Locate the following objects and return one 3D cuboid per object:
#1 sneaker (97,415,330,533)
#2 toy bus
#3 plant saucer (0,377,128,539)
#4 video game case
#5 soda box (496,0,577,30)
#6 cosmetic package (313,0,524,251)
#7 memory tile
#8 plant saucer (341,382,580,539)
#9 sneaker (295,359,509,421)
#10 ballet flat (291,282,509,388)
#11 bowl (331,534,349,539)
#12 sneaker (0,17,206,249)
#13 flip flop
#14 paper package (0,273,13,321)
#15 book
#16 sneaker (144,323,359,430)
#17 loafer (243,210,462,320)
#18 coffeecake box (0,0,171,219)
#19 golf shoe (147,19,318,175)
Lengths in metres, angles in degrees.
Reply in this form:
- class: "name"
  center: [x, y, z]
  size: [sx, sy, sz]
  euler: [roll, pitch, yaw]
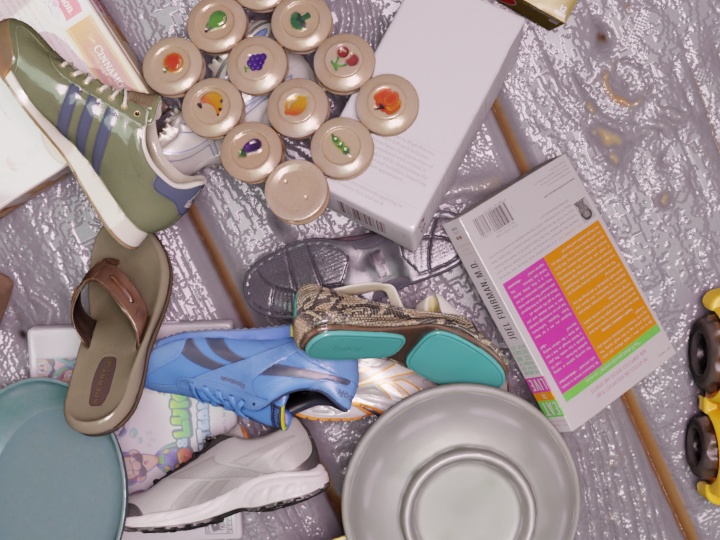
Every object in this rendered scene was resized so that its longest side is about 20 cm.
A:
- class: "sneaker"
  center: [-0.130, 0.180, 0.915]
  size: [0.200, 0.074, 0.079]
  euler: [-15, 77, 0]
- class: "toy bus"
  center: [0.365, 0.122, 0.874]
  size: [0.136, 0.192, 0.200]
  euler: [1, 98, -3]
- class: "plant saucer"
  center: [-0.267, 0.192, 0.898]
  size: [0.200, 0.036, 0.200]
  euler: [-5, 79, 26]
- class: "video game case"
  center: [-0.200, 0.146, 0.950]
  size: [0.182, 0.024, 0.200]
  euler: [-2, 97, -1]
- class: "soda box"
  center: [0.094, -0.278, 0.884]
  size: [0.200, 0.068, 0.064]
  euler: [29, 96, -4]
- class: "cosmetic package"
  center: [0.047, -0.129, 0.871]
  size: [0.102, 0.074, 0.200]
  euler: [28, 81, 9]
- class: "memory tile"
  center: [-0.065, -0.147, 0.841]
  size: [0.153, 0.017, 0.200]
  euler: [-44, 78, -4]
- class: "plant saucer"
  center: [0.085, 0.193, 0.857]
  size: [0.200, 0.050, 0.200]
  euler: [0, 94, -4]
- class: "sneaker"
  center: [0.032, 0.084, 0.924]
  size: [0.200, 0.076, 0.092]
  euler: [2, 92, -2]
- class: "ballet flat"
  center: [0.035, 0.045, 0.862]
  size: [0.200, 0.075, 0.068]
  euler: [14, 137, -27]
- class: "bowl"
  center: [0.015, 0.310, 0.938]
  size: [0.201, 0.094, 0.201]
  euler: [0, 97, 0]
- class: "sneaker"
  center: [-0.196, -0.121, 0.822]
  size: [0.090, 0.067, 0.200]
  euler: [-29, 105, 10]
- class: "flip flop"
  center: [-0.209, 0.038, 0.875]
  size: [0.081, 0.058, 0.200]
  euler: [-7, 55, 20]
- class: "paper package"
  center: [-0.420, 0.066, 0.898]
  size: [0.190, 0.103, 0.200]
  euler: [23, 95, -3]
- class: "book"
  center: [0.169, 0.018, 0.899]
  size: [0.134, 0.048, 0.200]
  euler: [-31, 96, -31]
- class: "sneaker"
  center: [-0.100, 0.093, 0.879]
  size: [0.200, 0.066, 0.079]
  euler: [-5, 65, 11]
- class: "loafer"
  center: [0.000, 0.000, 0.921]
  size: [0.200, 0.063, 0.072]
  euler: [-15, 84, 4]
- class: "coffeecake box"
  center: [-0.288, -0.148, 0.889]
  size: [0.200, 0.073, 0.154]
  euler: [-32, 96, 3]
- class: "golf shoe"
  center: [-0.116, -0.112, 0.899]
  size: [0.097, 0.078, 0.200]
  euler: [40, 95, -11]
